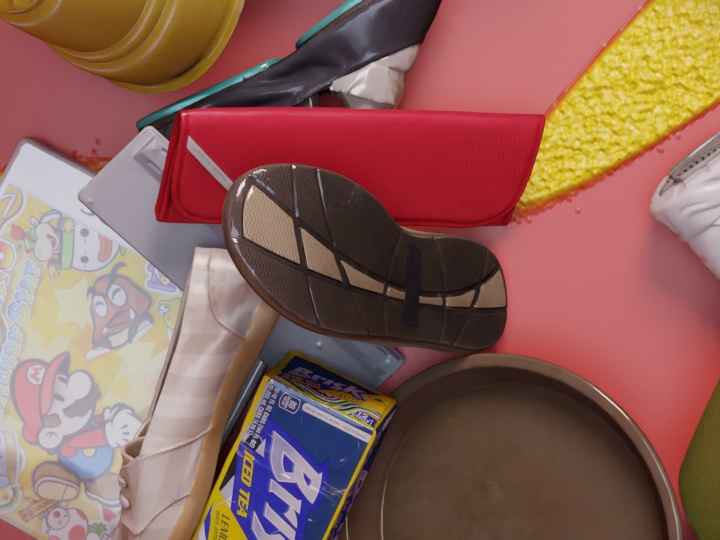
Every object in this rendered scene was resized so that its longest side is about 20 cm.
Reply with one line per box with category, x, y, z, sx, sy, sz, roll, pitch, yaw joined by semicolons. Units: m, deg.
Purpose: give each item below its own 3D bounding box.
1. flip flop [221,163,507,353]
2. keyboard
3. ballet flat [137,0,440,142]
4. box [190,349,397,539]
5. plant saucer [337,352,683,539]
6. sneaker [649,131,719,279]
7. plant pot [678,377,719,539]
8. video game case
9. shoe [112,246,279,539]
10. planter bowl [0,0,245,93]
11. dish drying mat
flip flop;0.000;0.000;0.966;0.058;0.200;0.081;-1;78;43
keyboard;-0.062;0.006;1.002;0.056;0.011;0.200;-40;113;17
ballet flat;-0.025;-0.096;0.993;0.200;0.073;0.073;-29;92;12
box;-0.054;0.149;1.010;0.070;0.064;0.200;26;105;6
plant saucer;0.081;0.143;1.000;0.200;0.029;0.200;2;94;26
sneaker;0.257;-0.061;0.981;0.200;0.078;0.099;-37;100;13
plant pot;0.256;0.071;0.933;0.187;0.187;0.200;41;127;1
video game case;-0.155;0.054;1.046;0.182;0.023;0.200;29;97;2
shoe;-0.099;0.080;0.989;0.053;0.070;0.200;21;100;-16
planter bowl;-0.151;-0.181;0.940;0.200;0.083;0.201;19;117;42
dish drying mat;-0.004;-0.052;0.969;0.200;0.018;0.077;0;130;-20
